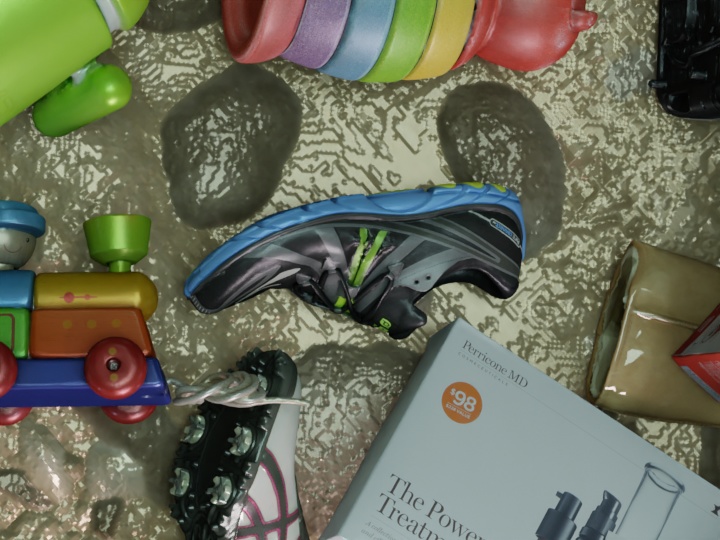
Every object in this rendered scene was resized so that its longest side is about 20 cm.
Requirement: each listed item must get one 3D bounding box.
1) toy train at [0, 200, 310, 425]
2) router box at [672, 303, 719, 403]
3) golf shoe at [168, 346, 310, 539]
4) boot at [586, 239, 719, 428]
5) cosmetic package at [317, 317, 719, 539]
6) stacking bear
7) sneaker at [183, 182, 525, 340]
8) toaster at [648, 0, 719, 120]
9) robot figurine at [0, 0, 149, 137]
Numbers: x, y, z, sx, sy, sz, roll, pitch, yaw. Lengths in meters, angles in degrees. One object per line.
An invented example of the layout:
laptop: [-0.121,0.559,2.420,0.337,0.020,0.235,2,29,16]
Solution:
toy train: [-0.127,0.021,1.591,0.199,0.085,0.116,-1,76,2]
router box: [0.270,-0.011,1.569,0.049,0.179,0.200,43,83,-3]
golf shoe: [-0.062,0.144,1.628,0.088,0.077,0.201,18,86,-32]
boot: [0.248,0.017,1.682,0.199,0.066,0.176,14,87,-9]
cosmetic package: [0.095,0.145,1.636,0.200,0.052,0.151,33,65,-8]
stacking bear: [0.031,-0.159,1.624,0.199,0.121,0.114,6,86,-18]
sneaker: [0.000,0.000,1.630,0.199,0.071,0.083,-8,85,-14]
toaster: [0.241,-0.166,1.623,0.118,0.181,0.201,2,88,-12]
robot figurine: [-0.197,-0.148,1.571,0.200,0.116,0.176,-38,102,-9]
